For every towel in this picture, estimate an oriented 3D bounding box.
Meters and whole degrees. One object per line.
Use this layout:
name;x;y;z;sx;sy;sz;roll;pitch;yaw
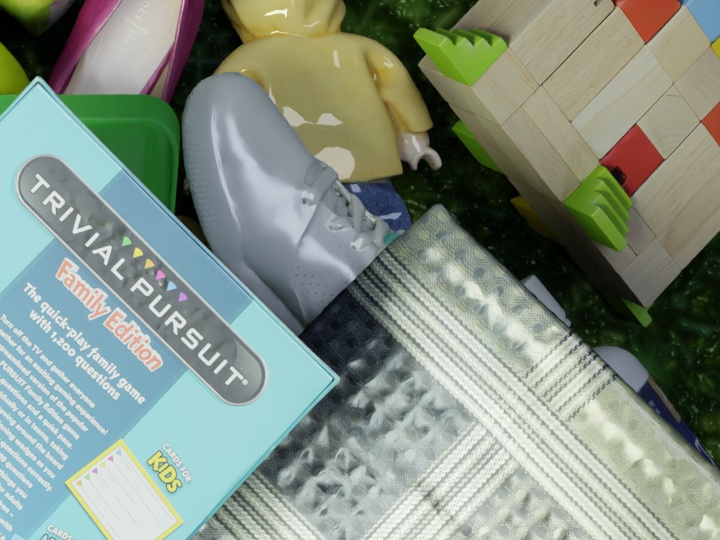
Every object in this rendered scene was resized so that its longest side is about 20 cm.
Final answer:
towel;0.035;0.106;0.827;0.193;0.035;0.200;-46;81;8

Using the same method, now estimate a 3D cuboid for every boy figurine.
boy figurine;-0.027;-0.064;0.958;0.124;0.064;0.201;-13;81;-17

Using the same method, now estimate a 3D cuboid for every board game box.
board game box;-0.130;0.058;0.720;0.151;0.047;0.200;45;77;-9

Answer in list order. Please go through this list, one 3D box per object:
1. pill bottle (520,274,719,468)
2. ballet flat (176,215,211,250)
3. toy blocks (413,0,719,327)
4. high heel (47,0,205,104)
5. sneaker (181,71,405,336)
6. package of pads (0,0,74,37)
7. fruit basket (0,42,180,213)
pill bottle;0.105;0.106;0.934;0.111;0.111;0.200;-37;90;-19
ballet flat;-0.084;0.073;0.910;0.069;0.063;0.201;26;73;-46
toy blocks;0.125;-0.086;0.955;0.137;0.100;0.200;-46;120;-7
high heel;-0.119;-0.052;0.912;0.067;0.096;0.201;27;72;-9
sneaker;0.000;0.000;0.868;0.201;0.088;0.075;64;30;-10
package of pads;-0.173;-0.175;0.868;0.154;0.200;0.068;36;83;-6
fruit basket;-0.176;-0.021;0.841;0.215;0.216;0.156;-1;114;-16
